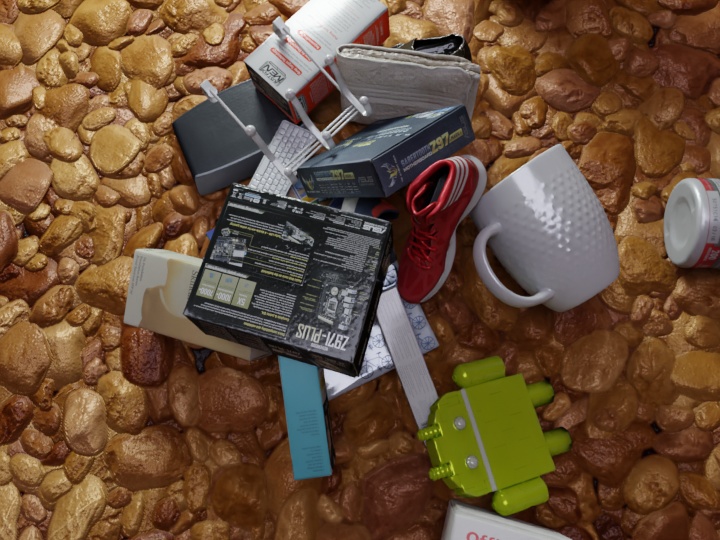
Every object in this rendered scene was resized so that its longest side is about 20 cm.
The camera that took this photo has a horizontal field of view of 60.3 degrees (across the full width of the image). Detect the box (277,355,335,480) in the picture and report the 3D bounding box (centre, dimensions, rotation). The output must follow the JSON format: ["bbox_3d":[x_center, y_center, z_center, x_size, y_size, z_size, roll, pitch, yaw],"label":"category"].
[{"bbox_3d":[-0.070,0.149,0.784,0.048,0.082,0.205,-8,90,1],"label":"box"}]

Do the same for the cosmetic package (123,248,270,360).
[{"bbox_3d":[-0.207,0.042,0.824,0.196,0.071,0.108,12,95,18],"label":"cosmetic package"}]

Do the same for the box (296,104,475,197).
[{"bbox_3d":[0.026,-0.150,0.799,0.157,0.199,0.052,-35,112,-24],"label":"box"}]

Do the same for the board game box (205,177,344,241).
[{"bbox_3d":[-0.103,-0.043,0.881,0.197,0.035,0.137,-30,77,-3],"label":"board game box"}]

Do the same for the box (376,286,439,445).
[{"bbox_3d":[0.064,0.122,0.805,0.041,0.039,0.204,-22,88,-3],"label":"box"}]

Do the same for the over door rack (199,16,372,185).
[{"bbox_3d":[-0.102,-0.228,0.799,0.147,0.067,0.200,-42,73,-7],"label":"over door rack"}]

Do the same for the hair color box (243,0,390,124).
[{"bbox_3d":[-0.059,-0.320,0.890,0.200,0.061,0.101,-44,73,-9],"label":"hair color box"}]

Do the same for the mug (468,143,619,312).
[{"bbox_3d":[0.224,-0.033,0.785,0.198,0.148,0.177,-30,84,-28],"label":"mug"}]

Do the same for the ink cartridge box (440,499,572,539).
[{"bbox_3d":[0.151,0.386,0.699,0.144,0.145,0.204,13,78,7],"label":"ink cartridge box"}]

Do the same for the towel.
[{"bbox_3d":[0.064,-0.246,0.867,0.195,0.133,0.035,9,61,7],"label":"towel"}]

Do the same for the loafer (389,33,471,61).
[{"bbox_3d":[0.068,-0.309,0.912,0.196,0.071,0.074,-20,75,0],"label":"loafer"}]

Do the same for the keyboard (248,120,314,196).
[{"bbox_3d":[-0.130,-0.116,0.874,0.055,0.011,0.203,25,80,4],"label":"keyboard"}]

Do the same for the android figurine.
[{"bbox_3d":[0.163,0.202,0.765,0.196,0.041,0.186,-8,71,-19],"label":"android figurine"}]

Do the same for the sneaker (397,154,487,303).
[{"bbox_3d":[0.072,-0.048,0.750,0.078,0.115,0.204,30,111,30],"label":"sneaker"}]

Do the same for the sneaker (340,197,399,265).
[{"bbox_3d":[0.000,0.000,0.794,0.083,0.075,0.204,13,83,7],"label":"sneaker"}]

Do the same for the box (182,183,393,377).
[{"bbox_3d":[-0.075,0.011,0.713,0.196,0.086,0.167,13,71,8],"label":"box"}]

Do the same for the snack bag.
[{"bbox_3d":[-0.014,0.050,0.838,0.185,0.021,0.204,-24,88,-1],"label":"snack bag"}]

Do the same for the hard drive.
[{"bbox_3d":[-0.177,-0.212,0.925,0.197,0.042,0.137,-26,76,-2],"label":"hard drive"}]

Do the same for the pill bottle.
[{"bbox_3d":[0.508,-0.057,0.793,0.195,0.114,0.117,2,76,5],"label":"pill bottle"}]
